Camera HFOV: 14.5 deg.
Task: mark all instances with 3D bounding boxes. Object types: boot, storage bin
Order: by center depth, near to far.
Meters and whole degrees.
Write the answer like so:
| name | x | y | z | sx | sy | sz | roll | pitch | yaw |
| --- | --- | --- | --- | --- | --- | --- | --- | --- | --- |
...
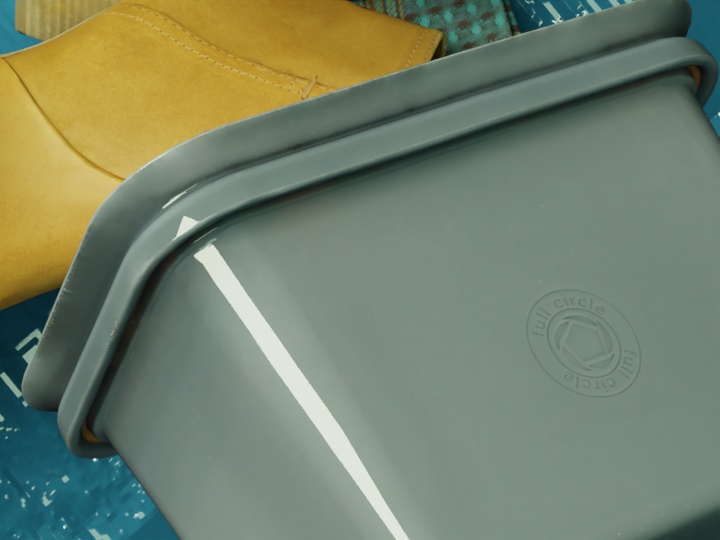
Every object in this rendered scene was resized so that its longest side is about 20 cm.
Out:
| name | x | y | z | sx | sy | sz | roll | pitch | yaw |
| --- | --- | --- | --- | --- | --- | --- | --- | --- | --- |
| storage bin | 0.031 | 0.038 | 0.749 | 0.199 | 0.146 | 0.135 | -18 | 63 | -34 |
| boot | -0.063 | -0.019 | 0.830 | 0.143 | 0.071 | 0.202 | 20 | 57 | 10 |

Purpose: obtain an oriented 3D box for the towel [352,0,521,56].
| name | x | y | z | sx | sy | sz | roll | pitch | yaw |
| --- | --- | --- | --- | --- | --- | --- | --- | --- | --- |
| towel | 0.000 | 0.000 | 0.872 | 0.146 | 0.022 | 0.201 | -14 | 58 | -2 |
